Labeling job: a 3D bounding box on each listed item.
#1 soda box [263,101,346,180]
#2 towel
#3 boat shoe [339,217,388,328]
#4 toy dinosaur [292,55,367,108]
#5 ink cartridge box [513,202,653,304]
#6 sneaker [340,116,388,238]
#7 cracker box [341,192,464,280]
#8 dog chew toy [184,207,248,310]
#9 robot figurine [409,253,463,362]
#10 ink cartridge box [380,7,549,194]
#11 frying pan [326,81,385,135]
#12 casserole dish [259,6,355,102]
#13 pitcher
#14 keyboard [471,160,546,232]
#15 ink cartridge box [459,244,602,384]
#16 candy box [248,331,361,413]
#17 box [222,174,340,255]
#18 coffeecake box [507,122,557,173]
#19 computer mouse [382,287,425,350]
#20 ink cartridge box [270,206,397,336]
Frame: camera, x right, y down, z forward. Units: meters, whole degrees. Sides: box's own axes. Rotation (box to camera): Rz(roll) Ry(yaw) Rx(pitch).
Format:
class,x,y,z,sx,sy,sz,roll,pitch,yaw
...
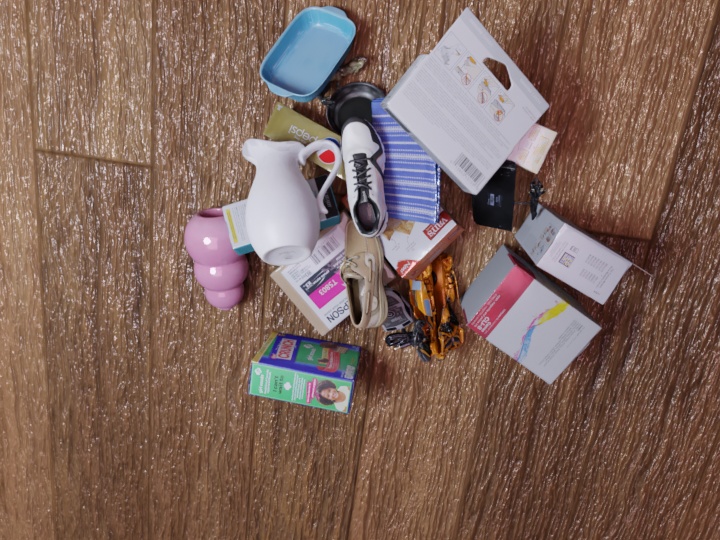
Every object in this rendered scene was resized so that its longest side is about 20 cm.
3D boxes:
class,x,y,z,sx,sy,sz,roll,pitch,yaw
soda box,-0.072,-0.225,0.951,0.198,0.068,0.065,30,100,11
towel,0.072,-0.182,0.869,0.143,0.024,0.204,14,113,43
boat shoe,0.000,0.000,0.928,0.071,0.064,0.204,-21,76,43
toy dinosaur,-0.084,-0.340,0.947,0.196,0.048,0.090,-1,62,9
ink cartridge box,0.380,-0.027,0.923,0.174,0.200,0.085,30,108,-3
sneaker,0.009,-0.150,0.864,0.072,0.080,0.204,-10,102,9
cracker box,0.073,-0.102,0.958,0.134,0.057,0.201,-45,67,15
dog chew toy,-0.274,-0.017,1.034,0.122,0.125,0.203,1,115,5
robot figurine,0.147,0.075,1.011,0.058,0.144,0.204,-5,98,45
ink cartridge box,0.156,-0.245,0.783,0.199,0.044,0.174,40,93,-20
frying pan,0.027,-0.270,0.946,0.188,0.031,0.116,27,79,10
casserole dish,-0.088,-0.368,0.909,0.120,0.039,0.202,27,75,14
pitcher,-0.106,-0.121,0.867,0.168,0.122,0.203,-10,69,3
keyboard,0.256,-0.126,0.918,0.125,0.201,0.021,15,69,20
ink cartridge box,0.312,0.080,0.990,0.199,0.146,0.146,34,107,-5
candy box,-0.105,0.197,1.050,0.196,0.169,0.078,8,104,2
box,-0.140,-0.100,0.948,0.197,0.049,0.084,-17,79,-4
coffeecake box,0.212,-0.245,0.901,0.197,0.154,0.074,24,107,-2
computer mouse,0.071,0.086,1.032,0.108,0.044,0.201,-20,136,15
ink cartridge box,-0.050,0.002,1.038,0.199,0.075,0.165,-39,98,13
